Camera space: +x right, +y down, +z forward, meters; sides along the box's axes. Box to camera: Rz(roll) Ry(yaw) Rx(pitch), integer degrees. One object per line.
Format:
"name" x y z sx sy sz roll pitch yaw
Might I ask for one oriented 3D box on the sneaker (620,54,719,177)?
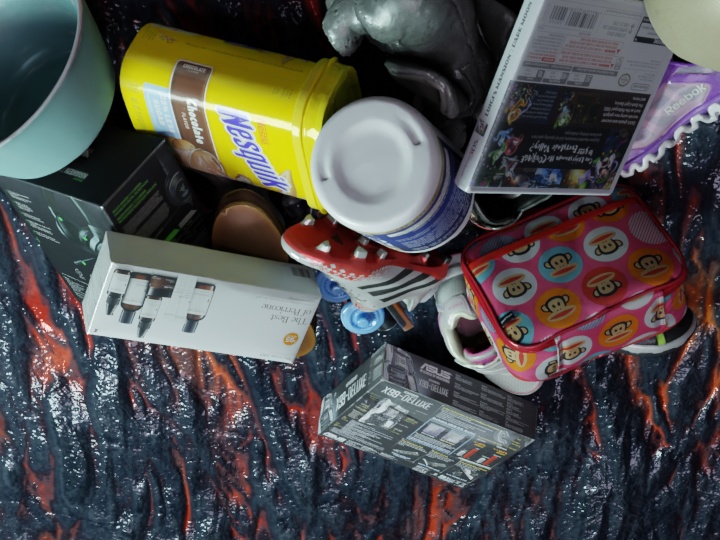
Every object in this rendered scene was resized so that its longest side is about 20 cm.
"sneaker" 0.274 -0.161 1.289 0.199 0.081 0.089 -32 118 21

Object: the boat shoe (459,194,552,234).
"boat shoe" 0.118 -0.073 1.344 0.073 0.064 0.201 18 154 -23

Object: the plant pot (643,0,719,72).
"plant pot" 0.309 -0.240 1.151 0.200 0.202 0.134 37 143 -28

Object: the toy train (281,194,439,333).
"toy train" 0.003 -0.021 1.413 0.113 0.087 0.200 -27 125 16

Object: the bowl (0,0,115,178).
"bowl" -0.296 -0.162 1.243 0.199 0.203 0.105 -21 149 19

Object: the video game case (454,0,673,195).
"video game case" 0.181 -0.149 1.193 0.199 0.023 0.183 -2 121 -44

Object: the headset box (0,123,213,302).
"headset box" -0.233 -0.047 1.334 0.173 0.093 0.201 17 146 39

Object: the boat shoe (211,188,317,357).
"boat shoe" -0.091 -0.006 1.338 0.070 0.071 0.201 -9 134 8

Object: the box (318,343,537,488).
"box" 0.073 0.167 1.579 0.198 0.050 0.158 22 143 -18

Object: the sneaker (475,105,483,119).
"sneaker" 0.168 -0.197 1.254 0.089 0.075 0.201 8 131 -14

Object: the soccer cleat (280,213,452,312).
"soccer cleat" 0.000 0.000 1.318 0.199 0.069 0.086 5 128 -44

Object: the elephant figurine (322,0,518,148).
"elephant figurine" 0.074 -0.190 1.214 0.141 0.156 0.200 -35 110 18

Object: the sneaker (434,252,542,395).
"sneaker" 0.133 0.077 1.494 0.081 0.089 0.200 -27 126 24

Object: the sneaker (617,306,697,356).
"sneaker" 0.259 0.032 1.462 0.198 0.072 0.083 7 131 -5

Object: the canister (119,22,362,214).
"canister" -0.103 -0.138 1.257 0.198 0.087 0.149 16 151 18

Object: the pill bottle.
"pill bottle" 0.038 -0.075 1.223 0.110 0.112 0.200 -15 169 15

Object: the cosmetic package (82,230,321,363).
"cosmetic package" -0.142 0.027 1.265 0.198 0.051 0.083 10 125 -24

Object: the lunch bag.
"lunch bag" 0.202 0.001 1.373 0.198 0.177 0.082 -23 140 -6

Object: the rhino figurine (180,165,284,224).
"rhino figurine" -0.121 -0.051 1.406 0.086 0.060 0.201 -11 133 6
